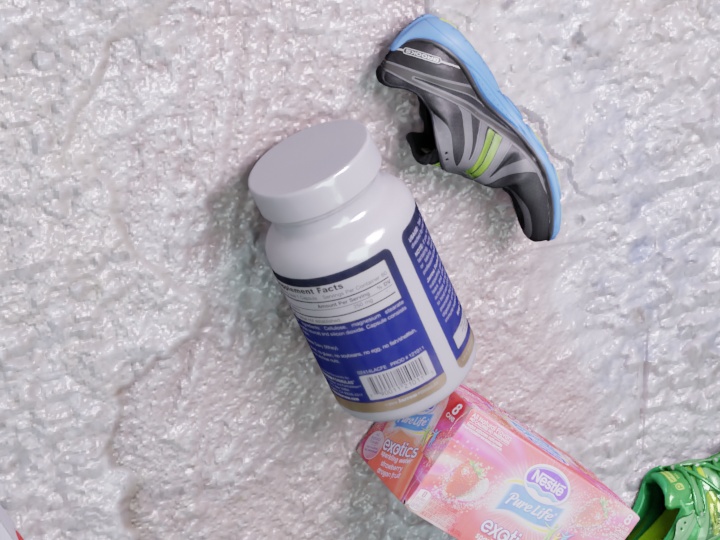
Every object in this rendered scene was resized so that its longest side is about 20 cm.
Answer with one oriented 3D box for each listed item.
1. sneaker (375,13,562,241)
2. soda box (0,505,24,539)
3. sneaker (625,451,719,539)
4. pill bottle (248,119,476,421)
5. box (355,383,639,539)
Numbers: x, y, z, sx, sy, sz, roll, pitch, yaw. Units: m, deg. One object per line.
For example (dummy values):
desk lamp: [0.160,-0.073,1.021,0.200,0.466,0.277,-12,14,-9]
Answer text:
sneaker: [0.081,-0.097,1.295,0.083,0.071,0.200,-39,115,1]
soda box: [-0.251,0.251,1.285,0.063,0.068,0.201,-32,119,-8]
sneaker: [0.290,0.194,1.493,0.200,0.074,0.084,-44,124,-1]
pill bottle: [0.000,0.000,1.266,0.115,0.116,0.201,-30,119,-10]
box: [0.110,0.169,1.389,0.200,0.103,0.095,34,95,-29]
